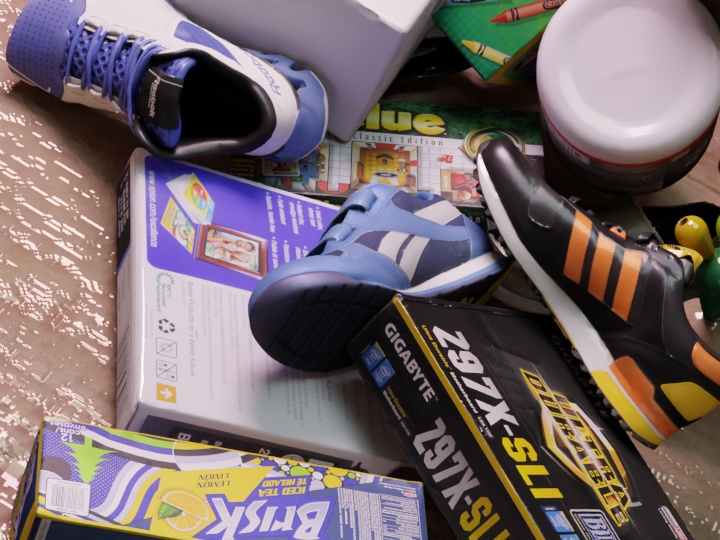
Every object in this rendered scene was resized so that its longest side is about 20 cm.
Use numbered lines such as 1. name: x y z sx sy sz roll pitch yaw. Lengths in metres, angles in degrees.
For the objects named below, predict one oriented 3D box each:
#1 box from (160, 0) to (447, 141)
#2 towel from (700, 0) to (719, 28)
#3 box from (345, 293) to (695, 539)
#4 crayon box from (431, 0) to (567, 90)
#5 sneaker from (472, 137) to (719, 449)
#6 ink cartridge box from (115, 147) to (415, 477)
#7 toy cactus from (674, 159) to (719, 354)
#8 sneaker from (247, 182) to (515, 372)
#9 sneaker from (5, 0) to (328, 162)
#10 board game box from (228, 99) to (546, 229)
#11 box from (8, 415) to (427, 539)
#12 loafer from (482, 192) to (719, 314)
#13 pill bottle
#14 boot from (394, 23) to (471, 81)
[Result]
1. box: -0.013 -0.209 1.223 0.152 0.106 0.200 33 48 2
2. towel: 0.231 -0.141 1.164 0.200 0.022 0.147 53 2 -9
3. box: 0.097 0.108 1.022 0.159 0.049 0.200 8 44 -51
4. crayon box: 0.131 -0.181 1.267 0.058 0.119 0.200 50 15 9
5. sneaker: 0.145 -0.003 1.086 0.201 0.090 0.070 58 11 6
6. ink cartridge box: -0.041 0.033 1.081 0.199 0.043 0.199 14 42 -20
7. toy cactus: 0.222 0.005 1.149 0.102 0.165 0.200 38 7 11
8. sneaker: 0.000 0.000 1.055 0.200 0.074 0.082 -10 59 -52
9. sneaker: -0.122 -0.118 1.125 0.199 0.081 0.115 20 11 11
10. board game box: 0.017 -0.070 1.202 0.199 0.024 0.105 4 39 -3
11. box: -0.070 0.133 0.944 0.199 0.070 0.064 12 41 -15
12. loafer: 0.156 -0.021 1.222 0.199 0.070 0.075 -3 48 -30
13. pill bottle: 0.173 -0.111 1.222 0.116 0.116 0.200 34 -1 10
14. boot: -0.016 -0.198 1.321 0.199 0.069 0.174 -7 50 -35
